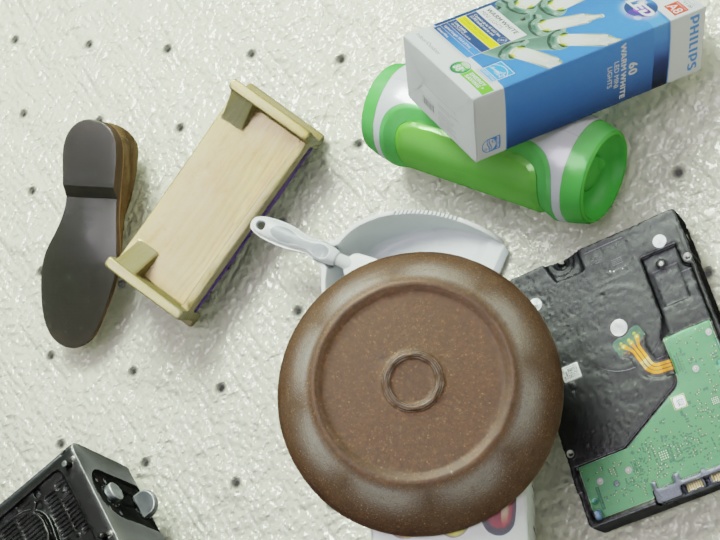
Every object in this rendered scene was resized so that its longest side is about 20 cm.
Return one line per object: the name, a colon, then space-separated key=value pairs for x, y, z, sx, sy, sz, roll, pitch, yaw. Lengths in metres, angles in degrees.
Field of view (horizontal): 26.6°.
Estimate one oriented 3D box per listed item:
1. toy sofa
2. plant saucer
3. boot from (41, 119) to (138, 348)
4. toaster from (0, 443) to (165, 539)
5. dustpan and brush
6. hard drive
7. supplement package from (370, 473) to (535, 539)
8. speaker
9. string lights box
toy sofa: x=-0.120 y=-0.056 z=1.292 sx=0.083 sy=0.098 sz=0.200 roll=35 pitch=91 yaw=8
plant saucer: x=0.038 y=0.079 z=1.037 sx=0.200 sy=0.037 sz=0.201 roll=-2 pitch=73 yaw=8
boot: x=-0.230 y=-0.030 z=1.345 sx=0.073 sy=0.075 sz=0.201 roll=11 pitch=94 yaw=16
toaster: x=-0.234 y=0.271 z=1.215 sx=0.200 sy=0.119 sz=0.181 roll=-40 pitch=60 yaw=10
dustpan and brush: x=0.000 y=0.000 z=1.214 sx=0.200 sy=0.057 sz=0.140 roll=23 pitch=86 yaw=31
hard drive: x=0.202 y=0.072 z=1.102 sx=0.139 sy=0.038 sz=0.200 roll=-26 pitch=64 yaw=18
supplement package: x=0.067 y=0.139 z=1.091 sx=0.113 sy=0.110 sz=0.201 roll=-5 pitch=73 yaw=8
speaker: x=0.101 y=-0.100 z=1.175 sx=0.200 sy=0.088 sz=0.089 roll=22 pitch=85 yaw=30
string lights box: x=0.143 y=-0.161 z=1.126 sx=0.200 sy=0.059 sz=0.103 roll=-24 pitch=44 yaw=-17
